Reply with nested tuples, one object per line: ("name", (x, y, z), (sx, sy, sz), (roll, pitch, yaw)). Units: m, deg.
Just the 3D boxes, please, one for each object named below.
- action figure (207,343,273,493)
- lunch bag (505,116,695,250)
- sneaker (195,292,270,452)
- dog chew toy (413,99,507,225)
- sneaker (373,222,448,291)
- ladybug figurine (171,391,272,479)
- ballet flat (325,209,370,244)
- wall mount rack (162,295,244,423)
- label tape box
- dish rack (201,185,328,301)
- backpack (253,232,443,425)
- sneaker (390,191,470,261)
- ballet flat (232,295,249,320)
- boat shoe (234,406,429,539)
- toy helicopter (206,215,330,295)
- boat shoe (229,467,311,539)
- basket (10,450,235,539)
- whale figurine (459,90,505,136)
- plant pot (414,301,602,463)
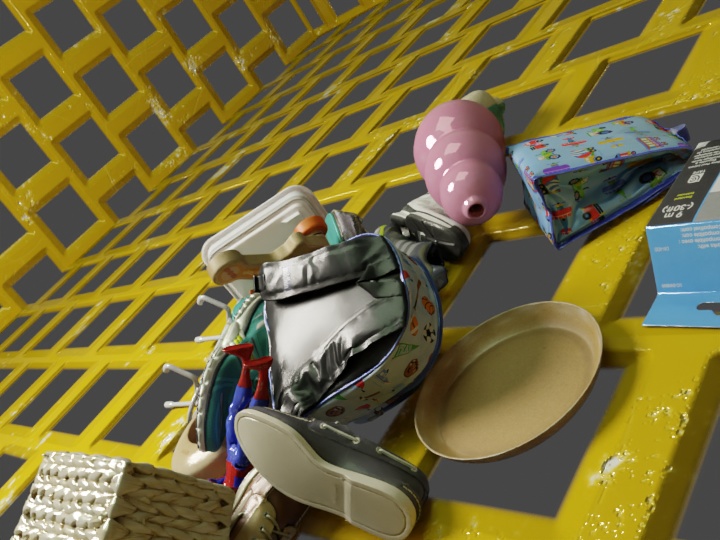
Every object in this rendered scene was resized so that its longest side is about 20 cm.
("action figure", (-0.144, 0.185, 0.799), (0.097, 0.205, 0.065), (-9, 20, -37))
("lunch bag", (0.288, -0.128, 0.925), (0.196, 0.096, 0.151), (-23, 21, 7))
("sneaker", (-0.127, 0.112, 0.886), (0.078, 0.078, 0.203), (97, -165, -57))
("dog chew toy", (0.133, -0.131, 1.003), (0.123, 0.125, 0.202), (-28, 34, 17))
("sneaker", (0.069, -0.010, 1.042), (0.079, 0.075, 0.201), (-23, 30, 5))
("ladybug figurine", (-0.140, 0.183, 0.949), (0.134, 0.073, 0.201), (-2, 40, 53))
("ballet flat", (0.000, 0.000, 1.076), (0.071, 0.072, 0.204), (-27, 53, 19))
("wall mount rack", (-0.239, 0.131, 1.171), (0.175, 0.073, 0.203), (108, -177, -60))
("label tape box", (0.338, -0.042, 0.697), (0.143, 0.064, 0.201), (-5, 38, 53))
("dish rack", (-0.122, -0.015, 1.190), (0.198, 0.173, 0.044), (-32, 32, 8))
("backpack", (-0.003, 0.064, 0.830), (0.189, 0.152, 0.204), (-34, 55, 31))
("sneaker", (0.120, -0.085, 1.084), (0.115, 0.076, 0.200), (-41, 20, -7))
("ballet flat", (-0.096, 0.034, 1.156), (0.198, 0.071, 0.068), (-34, 48, -7))
("boat shoe", (-0.027, 0.175, 0.725), (0.197, 0.074, 0.062), (22, 32, 24))
("toy helicopter", (-0.119, 0.000, 1.012), (0.198, 0.080, 0.133), (-1, -38, -49))
("boat shoe", (-0.099, 0.258, 0.757), (0.200, 0.076, 0.074), (-47, 28, -4))
("basket", (-0.217, 0.241, 0.714), (0.197, 0.134, 0.126), (-9, 62, 47))
("whale figurine", (0.171, -0.210, 1.261), (0.157, 0.105, 0.200), (-33, -2, 7))
("plant pot", (0.141, 0.107, 0.745), (0.197, 0.028, 0.201), (-30, 24, 14))
